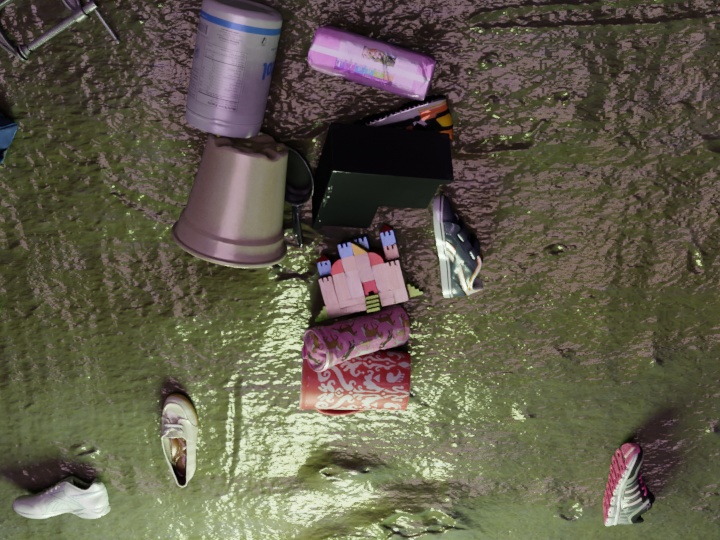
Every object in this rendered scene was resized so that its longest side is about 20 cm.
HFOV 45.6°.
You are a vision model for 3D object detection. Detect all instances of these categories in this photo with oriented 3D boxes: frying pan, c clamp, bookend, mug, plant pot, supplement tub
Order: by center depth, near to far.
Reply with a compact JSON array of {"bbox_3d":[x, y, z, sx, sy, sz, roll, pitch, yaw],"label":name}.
[{"bbox_3d":[-0.206,-0.330,1.386,0.131,0.132,0.201,14,114,-1],"label":"supplement tub"},{"bbox_3d":[-0.203,-0.131,1.429,0.199,0.201,0.184,14,113,-1],"label":"plant pot"},{"bbox_3d":[-0.530,-0.418,1.431,0.199,0.027,0.171,-22,109,12],"label":"c clamp"},{"bbox_3d":[0.030,-0.147,1.433,0.199,0.093,0.199,3,155,-11],"label":"bookend"},{"bbox_3d":[-0.106,-0.135,1.488,0.115,0.031,0.191,-10,113,46],"label":"frying pan"},{"bbox_3d":[-0.011,0.203,1.614,0.199,0.178,0.134,4,76,-2],"label":"mug"}]

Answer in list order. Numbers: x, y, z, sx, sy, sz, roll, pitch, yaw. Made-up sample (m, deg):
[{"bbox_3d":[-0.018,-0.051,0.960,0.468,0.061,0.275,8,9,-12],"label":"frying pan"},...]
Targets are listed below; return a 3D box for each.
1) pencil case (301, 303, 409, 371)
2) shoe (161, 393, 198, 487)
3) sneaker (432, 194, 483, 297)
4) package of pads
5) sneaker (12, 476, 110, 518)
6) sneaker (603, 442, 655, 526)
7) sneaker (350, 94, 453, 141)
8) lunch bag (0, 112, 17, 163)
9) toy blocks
[{"bbox_3d":[-0.007,0.118,1.528,0.199,0.083,0.087,-15,142,-34],"label":"pencil case"},{"bbox_3d":[-0.361,0.341,1.715,0.069,0.053,0.201,0,112,4],"label":"shoe"},{"bbox_3d":[0.173,-0.045,1.504,0.079,0.079,0.201,-5,123,12],"label":"sneaker"},{"bbox_3d":[0.019,-0.334,1.373,0.199,0.121,0.076,15,107,-2],"label":"package of pads"},{"bbox_3d":[-0.623,0.469,1.788,0.199,0.070,0.081,-2,103,-1],"label":"sneaker"},{"bbox_3d":[0.532,0.419,1.669,0.087,0.074,0.201,6,118,2],"label":"sneaker"},{"bbox_3d":[0.060,-0.224,1.441,0.199,0.070,0.090,-18,107,10],"label":"sneaker"},{"bbox_3d":[-0.668,-0.209,1.435,0.132,0.200,0.136,27,107,-10],"label":"lunch bag"},{"bbox_3d":[0.000,0.000,1.537,0.199,0.100,0.137,-14,99,10],"label":"toy blocks"}]
